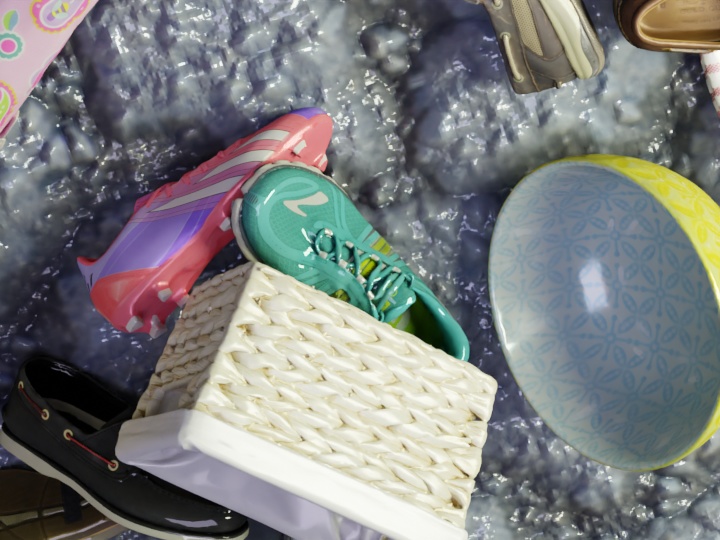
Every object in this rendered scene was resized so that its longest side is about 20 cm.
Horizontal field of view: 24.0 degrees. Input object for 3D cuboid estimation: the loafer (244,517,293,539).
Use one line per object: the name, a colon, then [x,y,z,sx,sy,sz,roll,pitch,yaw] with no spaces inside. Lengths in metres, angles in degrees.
loafer: [-0.083,0.128,1.163,0.067,0.071,0.203,-3,111,5]

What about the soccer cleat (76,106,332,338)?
soccer cleat: [-0.103,-0.043,1.104,0.200,0.067,0.077,-45,67,9]

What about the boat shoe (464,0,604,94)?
boat shoe: [0.077,-0.192,1.026,0.073,0.075,0.201,-28,106,13]

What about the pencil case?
pencil case: [-0.222,-0.150,1.056,0.087,0.088,0.200,36,109,-11]

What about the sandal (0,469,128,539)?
sandal: [-0.211,0.177,1.196,0.198,0.081,0.054,-15,134,4]

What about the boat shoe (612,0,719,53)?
boat shoe: [0.250,-0.161,1.001,0.198,0.068,0.073,-8,110,10]

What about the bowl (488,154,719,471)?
bowl: [0.186,0.016,1.071,0.107,0.199,0.203,-17,117,-36]

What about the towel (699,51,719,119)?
towel: [0.289,-0.132,1.058,0.145,0.030,0.202,-18,108,10]

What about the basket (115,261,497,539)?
basket: [-0.030,0.094,1.052,0.199,0.135,0.125,27,70,-19]

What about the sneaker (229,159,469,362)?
sneaker: [0.000,0.000,1.077,0.200,0.079,0.078,40,80,-34]

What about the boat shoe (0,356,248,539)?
boat shoe: [-0.157,0.122,1.134,0.200,0.073,0.064,26,111,24]
